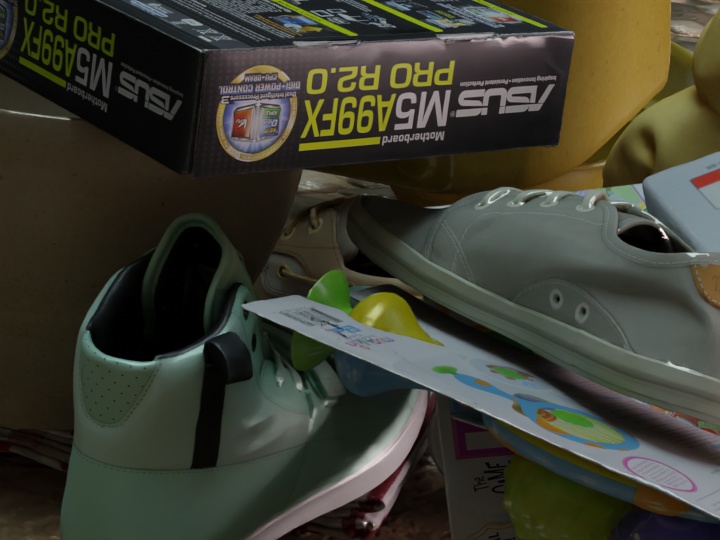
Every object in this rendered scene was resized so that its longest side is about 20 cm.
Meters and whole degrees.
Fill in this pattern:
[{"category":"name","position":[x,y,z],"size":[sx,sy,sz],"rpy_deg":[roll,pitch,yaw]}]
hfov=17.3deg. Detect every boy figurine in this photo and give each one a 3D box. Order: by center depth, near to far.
[{"category":"boy figurine","position":[0.154,-0.031,0.992],"size":[0.124,0.201,0.064],"rpy_deg":[15,22,31]}]

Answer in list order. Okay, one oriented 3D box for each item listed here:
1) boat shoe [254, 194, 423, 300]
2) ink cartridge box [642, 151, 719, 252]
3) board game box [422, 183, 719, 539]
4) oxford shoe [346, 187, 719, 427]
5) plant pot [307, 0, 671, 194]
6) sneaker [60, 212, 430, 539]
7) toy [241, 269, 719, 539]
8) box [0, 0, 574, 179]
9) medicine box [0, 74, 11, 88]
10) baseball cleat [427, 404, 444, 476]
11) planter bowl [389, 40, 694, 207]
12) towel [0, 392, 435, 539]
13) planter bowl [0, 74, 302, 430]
[{"category":"boat shoe","position":[0.000,0.000,1.045],"size":[0.199,0.070,0.074],"rpy_deg":[18,23,28]},{"category":"ink cartridge box","position":[0.200,-0.001,0.780],"size":[0.161,0.050,0.200],"rpy_deg":[-19,26,-7]},{"category":"board game box","position":[0.093,0.046,0.844],"size":[0.134,0.034,0.201],"rpy_deg":[-7,41,1]},{"category":"oxford shoe","position":[0.067,-0.001,0.795],"size":[0.075,0.058,0.200],"rpy_deg":[16,5,-36]},{"category":"plant pot","position":[0.021,-0.136,1.059],"size":[0.193,0.196,0.200],"rpy_deg":[11,35,20]},{"category":"sneaker","position":[-0.030,0.026,0.834],"size":[0.073,0.119,0.200],"rpy_deg":[20,34,24]},{"category":"toy","position":[0.064,0.061,0.751],"size":[0.199,0.047,0.115],"rpy_deg":[28,13,22]},{"category":"box","position":[-0.048,-0.088,0.848],"size":[0.160,0.045,0.200],"rpy_deg":[-6,24,-38]},{"category":"medicine box","position":[-0.201,-0.101,1.061],"size":[0.102,0.201,0.182],"rpy_deg":[-4,22,-29]},{"category":"baseball cleat","position":[0.127,0.058,0.926],"size":[0.199,0.070,0.106],"rpy_deg":[-2,6,6]},{"category":"planter bowl","position":[0.079,-0.057,1.189],"size":[0.199,0.084,0.201],"rpy_deg":[0,27,0]},{"category":"towel","position":[-0.072,0.054,0.945],"size":[0.199,0.023,0.144],"rpy_deg":[12,20,11]},{"category":"planter bowl","position":[-0.121,-0.022,0.902],"size":[0.199,0.136,0.200],"rpy_deg":[8,19,-3]}]
